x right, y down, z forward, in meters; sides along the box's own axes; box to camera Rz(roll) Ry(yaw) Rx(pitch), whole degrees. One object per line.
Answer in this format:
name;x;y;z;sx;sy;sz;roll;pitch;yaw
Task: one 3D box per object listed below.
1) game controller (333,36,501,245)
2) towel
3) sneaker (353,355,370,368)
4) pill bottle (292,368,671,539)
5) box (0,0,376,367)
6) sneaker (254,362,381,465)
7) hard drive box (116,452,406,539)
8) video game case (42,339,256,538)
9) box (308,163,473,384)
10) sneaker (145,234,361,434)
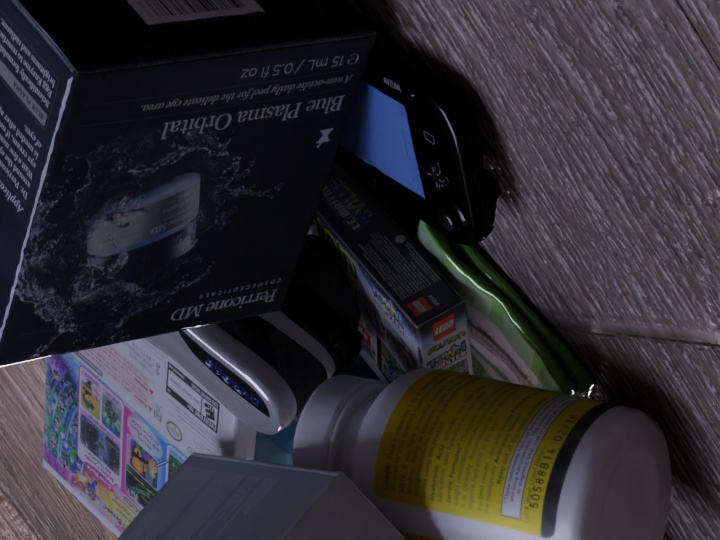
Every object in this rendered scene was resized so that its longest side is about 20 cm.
game controller;0.005;-0.088;1.564;0.200;0.042;0.104;34;156;46
towel;0.072;0.055;1.701;0.149;0.031;0.200;47;163;15
sneaker;0.001;0.080;1.832;0.200;0.090;0.078;48;127;8
pill bottle;0.064;0.115;1.593;0.200;0.111;0.111;11;141;32
box;-0.121;-0.071;1.528;0.117;0.196;0.200;49;134;34
sneaker;-0.030;0.122;1.765;0.200;0.079;0.131;27;120;34
hard drive box;-0.030;0.188;1.621;0.156;0.077;0.200;48;160;-20
video game case;-0.136;0.101;1.787;0.200;0.024;0.182;38;136;37
box;0.000;0.000;1.712;0.200;0.035;0.110;50;160;36
sneaker;-0.084;-0.001;1.687;0.200;0.112;0.073;43;149;11
